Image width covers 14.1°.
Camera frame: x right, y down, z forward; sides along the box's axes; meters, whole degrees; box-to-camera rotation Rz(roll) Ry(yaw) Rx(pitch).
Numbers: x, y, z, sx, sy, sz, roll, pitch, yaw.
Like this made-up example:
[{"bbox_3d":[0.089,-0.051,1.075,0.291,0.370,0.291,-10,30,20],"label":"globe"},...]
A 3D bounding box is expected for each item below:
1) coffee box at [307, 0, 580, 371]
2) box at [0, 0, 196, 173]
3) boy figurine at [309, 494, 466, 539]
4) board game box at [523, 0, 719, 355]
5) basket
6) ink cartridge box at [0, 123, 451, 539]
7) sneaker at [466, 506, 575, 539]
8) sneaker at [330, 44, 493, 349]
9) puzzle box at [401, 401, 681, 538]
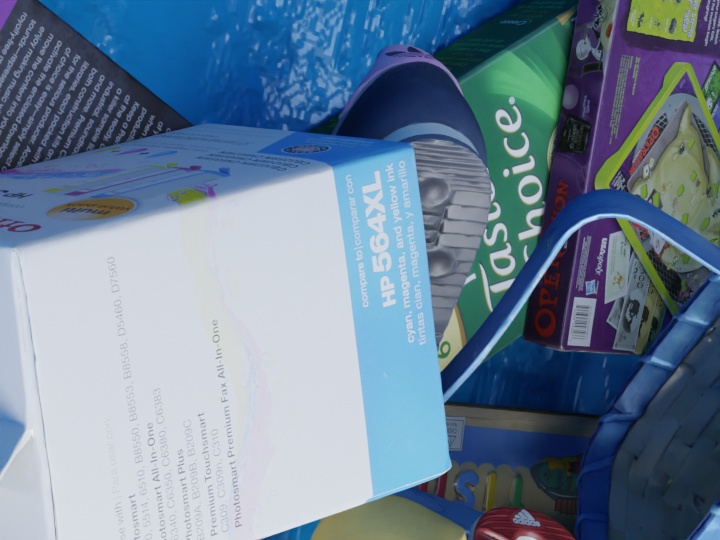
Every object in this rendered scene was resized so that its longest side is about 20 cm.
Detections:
[{"bbox_3d":[0.070,-0.045,1.255,0.200,0.044,0.123,-32,116,-34],"label":"coffee box"},{"bbox_3d":[-0.122,-0.011,1.099,0.200,0.036,0.143,39,71,-36],"label":"box"},{"bbox_3d":[0.005,0.182,1.083,0.124,0.064,0.201,95,-1,-61],"label":"boy figurine"},{"bbox_3d":[0.134,-0.062,1.260,0.120,0.032,0.201,6,95,-39],"label":"board game box"},{"bbox_3d":[0.127,0.069,1.191,0.199,0.176,0.139,24,35,-22],"label":"basket"},{"bbox_3d":[-0.088,0.029,1.026,0.199,0.128,0.126,-15,105,-39],"label":"ink cartridge box"},{"bbox_3d":[0.054,0.204,1.135,0.078,0.116,0.201,15,52,-24],"label":"sneaker"},{"bbox_3d":[0.000,0.000,1.154,0.070,0.082,0.200,12,130,-19],"label":"sneaker"},{"bbox_3d":[0.069,0.128,1.287,0.199,0.025,0.134,7,91,-41],"label":"puzzle box"}]
